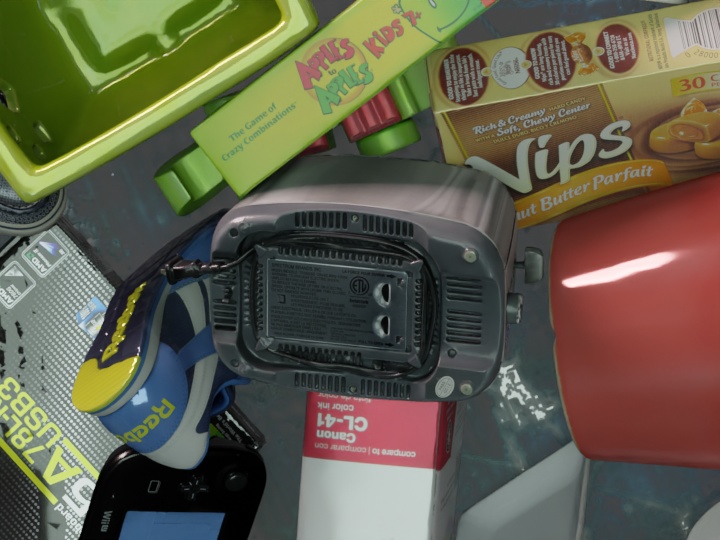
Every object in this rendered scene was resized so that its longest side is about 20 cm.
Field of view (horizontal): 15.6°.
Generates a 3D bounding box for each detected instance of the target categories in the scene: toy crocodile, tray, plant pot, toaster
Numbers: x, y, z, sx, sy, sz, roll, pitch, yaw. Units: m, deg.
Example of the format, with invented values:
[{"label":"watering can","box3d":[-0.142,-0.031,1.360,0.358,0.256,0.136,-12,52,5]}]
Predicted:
[{"label":"toy crocodile","box3d":[-0.029,-0.088,1.575,0.200,0.062,0.068,-19,94,5]},{"label":"tray","box3d":[0.092,0.179,1.518,0.107,0.200,0.022,-35,109,25]},{"label":"plant pot","box3d":[-0.145,-0.174,1.516,0.200,0.181,0.199,-30,92,7]},{"label":"plant pot","box3d":[0.208,0.031,1.514,0.177,0.200,0.201,-7,95,15]},{"label":"toaster","box3d":[0.000,0.000,1.485,0.200,0.129,0.114,4,111,12]}]

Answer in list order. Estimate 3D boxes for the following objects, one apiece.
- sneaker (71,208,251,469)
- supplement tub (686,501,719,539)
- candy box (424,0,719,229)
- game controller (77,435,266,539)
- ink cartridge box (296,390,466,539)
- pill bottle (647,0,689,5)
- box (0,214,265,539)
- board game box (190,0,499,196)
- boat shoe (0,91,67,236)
[{"label":"sneaker","box3d":[-0.104,0.040,1.540,0.082,0.200,0.074,43,126,-17]},{"label":"supplement tub","box3d":[0.262,0.233,1.511,0.144,0.145,0.200,-13,123,5]},{"label":"candy box","box3d":[0.145,-0.089,1.535,0.200,0.055,0.116,-9,140,6]},{"label":"game controller","box3d":[-0.126,0.181,1.575,0.104,0.042,0.200,-2,127,-32]},{"label":"ink cartridge box","box3d":[0.010,0.155,1.553,0.085,0.148,0.200,7,96,6]},{"label":"pill bottle","box3d":[0.156,-0.258,1.518,0.113,0.113,0.200,7,96,4]},{"label":"box","box3d":[-0.193,0.097,1.613,0.193,0.048,0.200,-42,91,4]},{"label":"board game box","box3d":[0.002,-0.126,1.482,0.200,0.102,0.048,-37,96,11]},{"label":"boat shoe","box3d":[-0.249,-0.103,1.539,0.200,0.093,0.075,43,76,-1]}]
